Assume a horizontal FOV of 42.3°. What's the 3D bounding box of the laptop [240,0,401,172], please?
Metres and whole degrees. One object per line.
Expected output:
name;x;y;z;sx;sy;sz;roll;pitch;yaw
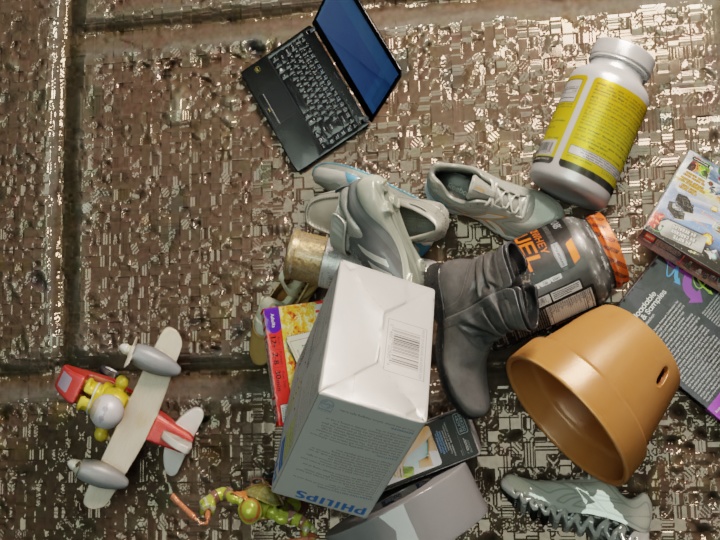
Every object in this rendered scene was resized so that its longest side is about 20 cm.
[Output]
laptop;-0.059;-0.274;1.296;0.198;0.103;0.179;-32;78;5

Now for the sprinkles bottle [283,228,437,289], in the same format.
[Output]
sprinkles bottle;0.000;0.000;1.213;0.195;0.068;0.070;13;85;2

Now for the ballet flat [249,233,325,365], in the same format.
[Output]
ballet flat;-0.105;0.034;1.281;0.068;0.063;0.202;31;86;40

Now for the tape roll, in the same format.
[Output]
tape roll;0.057;0.309;1.147;0.197;0.200;0.067;-29;82;5

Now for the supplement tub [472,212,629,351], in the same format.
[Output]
supplement tub;0.235;0.011;1.195;0.197;0.122;0.125;-25;79;6

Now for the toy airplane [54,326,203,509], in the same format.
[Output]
toy airplane;-0.313;0.200;1.260;0.195;0.141;0.204;-19;79;7

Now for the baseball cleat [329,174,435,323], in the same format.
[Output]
baseball cleat;0.024;-0.015;1.154;0.105;0.069;0.204;-14;97;31

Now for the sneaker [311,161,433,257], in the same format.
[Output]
sneaker;0.014;-0.086;1.273;0.197;0.076;0.082;27;93;15

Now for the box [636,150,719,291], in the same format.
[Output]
box;0.470;-0.045;1.182;0.198;0.040;0.138;33;70;12

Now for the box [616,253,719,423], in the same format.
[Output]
box;0.432;0.077;1.195;0.199;0.036;0.144;41;90;11

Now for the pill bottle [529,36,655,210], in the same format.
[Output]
pill bottle;0.307;-0.192;1.214;0.111;0.112;0.204;24;87;12

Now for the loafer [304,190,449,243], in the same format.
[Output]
loafer;0.017;-0.069;1.205;0.195;0.070;0.072;2;101;16

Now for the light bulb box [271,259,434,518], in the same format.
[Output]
light bulb box;-0.008;0.138;1.071;0.122;0.202;0.201;17;44;-8

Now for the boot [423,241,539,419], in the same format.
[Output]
boot;0.154;0.076;1.105;0.130;0.069;0.205;-11;97;37

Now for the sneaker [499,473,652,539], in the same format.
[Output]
sneaker;0.275;0.294;1.183;0.196;0.075;0.083;18;72;10

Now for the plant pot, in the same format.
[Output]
plant pot;0.295;0.140;1.144;0.139;0.201;0.201;-39;77;-15

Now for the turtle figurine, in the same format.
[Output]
turtle figurine;-0.134;0.300;1.203;0.195;0.161;0.066;10;84;12

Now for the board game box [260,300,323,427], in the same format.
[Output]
board game box;-0.026;0.115;1.235;0.195;0.046;0.155;-8;81;-13

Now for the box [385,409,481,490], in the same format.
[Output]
box;0.055;0.239;1.202;0.196;0.117;0.061;-22;82;5

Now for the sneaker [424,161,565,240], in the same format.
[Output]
sneaker;0.175;-0.093;1.235;0.196;0.092;0.077;16;85;11
